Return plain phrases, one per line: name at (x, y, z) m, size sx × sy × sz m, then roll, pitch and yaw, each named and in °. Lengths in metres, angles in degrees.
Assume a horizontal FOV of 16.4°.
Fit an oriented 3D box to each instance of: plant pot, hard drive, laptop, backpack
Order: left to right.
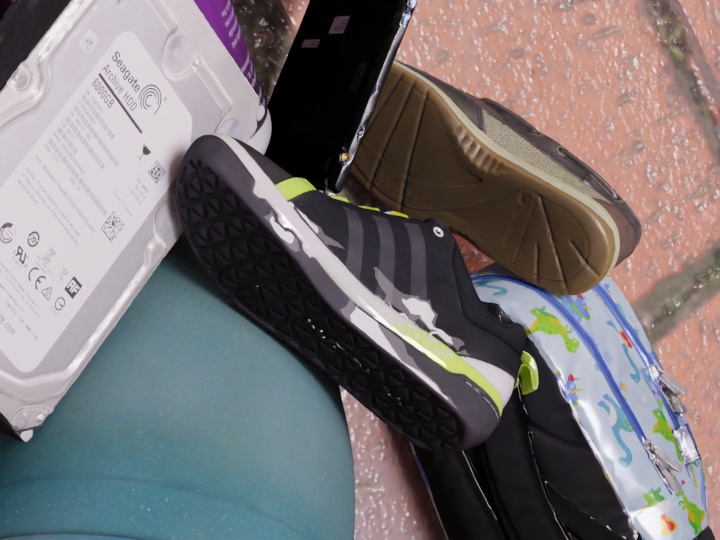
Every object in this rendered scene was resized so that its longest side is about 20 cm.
hard drive at (-0.134, -0.042, 1.114) m, size 0.201 × 0.038 × 0.140 m, roll -55°, pitch 139°, yaw -21°
plant pot at (-0.091, 0.090, 1.204) m, size 0.199 × 0.200 × 0.189 m, roll 26°, pitch 56°, yaw -28°
laptop at (0.012, -0.051, 1.273) m, size 0.103 × 0.177 × 0.201 m, roll 23°, pitch 87°, yaw -18°
backpack at (0.101, 0.092, 1.354) m, size 0.200 × 0.163 × 0.154 m, roll 53°, pitch 51°, yaw -9°

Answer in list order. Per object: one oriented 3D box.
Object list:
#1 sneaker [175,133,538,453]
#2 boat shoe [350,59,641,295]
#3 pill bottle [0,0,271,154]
sneaker at (0.000, 0.000, 1.160) m, size 0.200 × 0.072 × 0.083 m, roll 44°, pitch 56°, yaw -13°
boat shoe at (0.063, -0.054, 1.346) m, size 0.200 × 0.074 × 0.065 m, roll 38°, pitch 28°, yaw 22°
pill bottle at (-0.112, -0.104, 1.235) m, size 0.112 × 0.112 × 0.201 m, roll -35°, pitch 118°, yaw -31°
